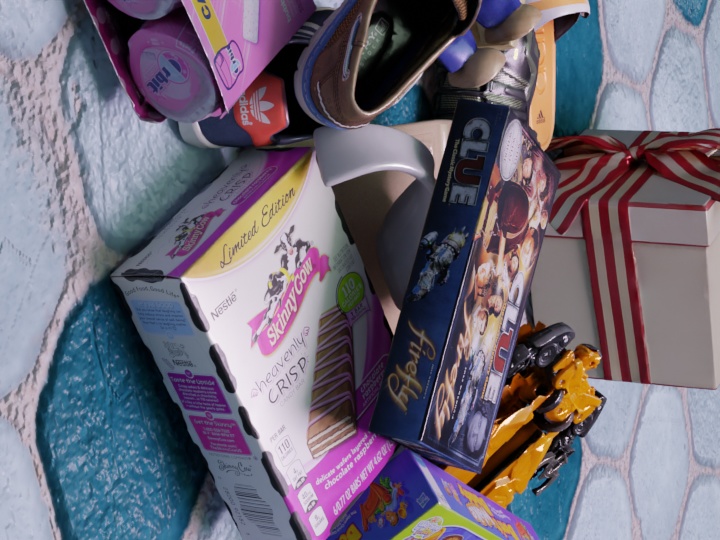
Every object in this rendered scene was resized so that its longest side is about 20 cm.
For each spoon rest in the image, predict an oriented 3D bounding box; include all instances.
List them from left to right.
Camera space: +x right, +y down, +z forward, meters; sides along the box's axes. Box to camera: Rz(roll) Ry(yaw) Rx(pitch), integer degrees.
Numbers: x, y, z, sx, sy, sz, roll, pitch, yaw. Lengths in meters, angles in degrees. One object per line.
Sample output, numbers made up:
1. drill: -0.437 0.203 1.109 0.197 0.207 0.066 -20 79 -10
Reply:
1. spoon rest: 0.031 -0.028 1.108 0.200 0.060 0.100 55 20 -58

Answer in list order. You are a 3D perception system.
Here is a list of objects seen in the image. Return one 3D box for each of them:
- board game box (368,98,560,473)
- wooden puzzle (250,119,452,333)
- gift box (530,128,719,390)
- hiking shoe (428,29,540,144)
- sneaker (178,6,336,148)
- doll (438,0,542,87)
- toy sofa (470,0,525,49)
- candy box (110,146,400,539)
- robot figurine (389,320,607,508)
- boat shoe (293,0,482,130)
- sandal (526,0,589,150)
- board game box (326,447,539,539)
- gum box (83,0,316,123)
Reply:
1. board game box: 0.066 0.013 1.087 0.135 0.034 0.201 35 69 -67
2. wooden puzzle: 0.000 0.000 1.187 0.199 0.037 0.186 -11 102 -45
3. gift box: 0.238 -0.018 1.480 0.200 0.184 0.188 -47 133 -57
4. hiking shoe: 0.086 -0.117 1.312 0.101 0.075 0.201 -55 138 -49
5. sneaker: -0.027 -0.115 1.102 0.200 0.084 0.075 -36 122 -55
6. doll: 0.031 -0.209 1.060 0.137 0.048 0.200 -50 120 -22
7. toy sofa: 0.022 -0.216 1.147 0.200 0.083 0.098 21 76 -46
8. candy box: -0.048 0.046 1.064 0.136 0.061 0.201 -48 125 -38
9. robot figurine: 0.086 0.117 1.249 0.200 0.058 0.145 -43 141 -9
10. boat shoe: 0.041 -0.163 1.003 0.072 0.072 0.201 30 88 -26
11. sandal: 0.157 -0.197 1.447 0.079 0.059 0.208 -22 111 -58
12. board game box: 0.032 0.199 1.184 0.200 0.134 0.045 37 18 -55
13. gum box: -0.102 -0.187 0.967 0.114 0.066 0.201 -55 132 -45
